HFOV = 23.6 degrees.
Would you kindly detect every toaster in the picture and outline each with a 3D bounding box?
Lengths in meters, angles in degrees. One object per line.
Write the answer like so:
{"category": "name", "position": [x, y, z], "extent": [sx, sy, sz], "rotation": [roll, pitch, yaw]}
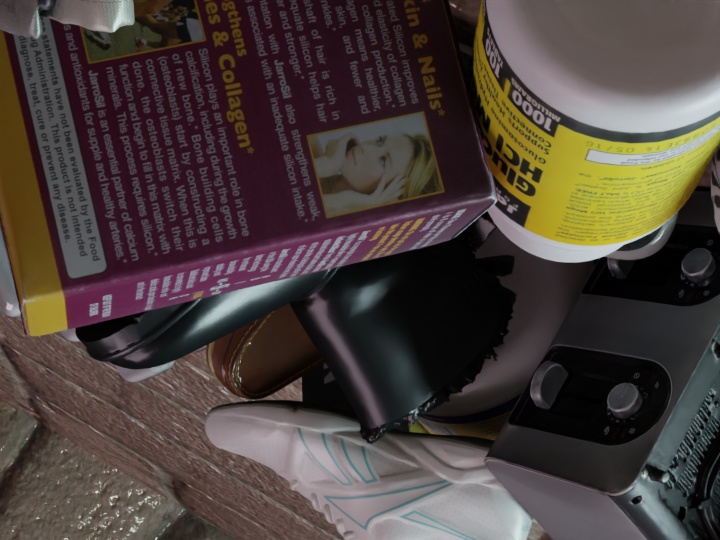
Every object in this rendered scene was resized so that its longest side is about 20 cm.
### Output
{"category": "toaster", "position": [0.181, 0.078, 0.906], "extent": [0.118, 0.181, 0.200], "rotation": [13, 154, 47]}

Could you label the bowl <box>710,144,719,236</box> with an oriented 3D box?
{"category": "bowl", "position": [0.226, -0.009, 0.737], "extent": [0.200, 0.095, 0.201], "rotation": [28, 163, 9]}

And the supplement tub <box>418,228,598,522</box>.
{"category": "supplement tub", "position": [0.109, 0.064, 1.040], "extent": [0.145, 0.146, 0.200], "rotation": [14, 156, 43]}

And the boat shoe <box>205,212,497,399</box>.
{"category": "boat shoe", "position": [0.001, 0.000, 0.944], "extent": [0.072, 0.200, 0.068], "rotation": [51, 176, -42]}

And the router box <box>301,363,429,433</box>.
{"category": "router box", "position": [0.022, 0.061, 1.110], "extent": [0.052, 0.201, 0.157], "rotation": [-23, 136, 21]}

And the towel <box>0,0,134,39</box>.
{"category": "towel", "position": [-0.168, -0.185, 0.613], "extent": [0.192, 0.035, 0.201], "rotation": [15, 126, 30]}

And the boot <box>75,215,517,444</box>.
{"category": "boot", "position": [-0.023, 0.019, 0.848], "extent": [0.073, 0.198, 0.163], "rotation": [17, 148, 55]}

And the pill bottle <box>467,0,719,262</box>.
{"category": "pill bottle", "position": [0.100, -0.076, 0.727], "extent": [0.112, 0.113, 0.200], "rotation": [28, 162, 9]}

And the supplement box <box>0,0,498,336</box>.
{"category": "supplement box", "position": [-0.059, -0.061, 0.728], "extent": [0.199, 0.132, 0.103], "rotation": [-12, 172, -11]}

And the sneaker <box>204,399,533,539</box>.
{"category": "sneaker", "position": [0.000, 0.118, 0.949], "extent": [0.199, 0.081, 0.070], "rotation": [12, -179, 20]}

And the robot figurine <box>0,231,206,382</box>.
{"category": "robot figurine", "position": [-0.143, -0.039, 0.974], "extent": [0.201, 0.169, 0.113], "rotation": [63, 152, -2]}

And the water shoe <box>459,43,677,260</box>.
{"category": "water shoe", "position": [0.077, -0.072, 0.884], "extent": [0.199, 0.072, 0.079], "rotation": [32, -176, 14]}
